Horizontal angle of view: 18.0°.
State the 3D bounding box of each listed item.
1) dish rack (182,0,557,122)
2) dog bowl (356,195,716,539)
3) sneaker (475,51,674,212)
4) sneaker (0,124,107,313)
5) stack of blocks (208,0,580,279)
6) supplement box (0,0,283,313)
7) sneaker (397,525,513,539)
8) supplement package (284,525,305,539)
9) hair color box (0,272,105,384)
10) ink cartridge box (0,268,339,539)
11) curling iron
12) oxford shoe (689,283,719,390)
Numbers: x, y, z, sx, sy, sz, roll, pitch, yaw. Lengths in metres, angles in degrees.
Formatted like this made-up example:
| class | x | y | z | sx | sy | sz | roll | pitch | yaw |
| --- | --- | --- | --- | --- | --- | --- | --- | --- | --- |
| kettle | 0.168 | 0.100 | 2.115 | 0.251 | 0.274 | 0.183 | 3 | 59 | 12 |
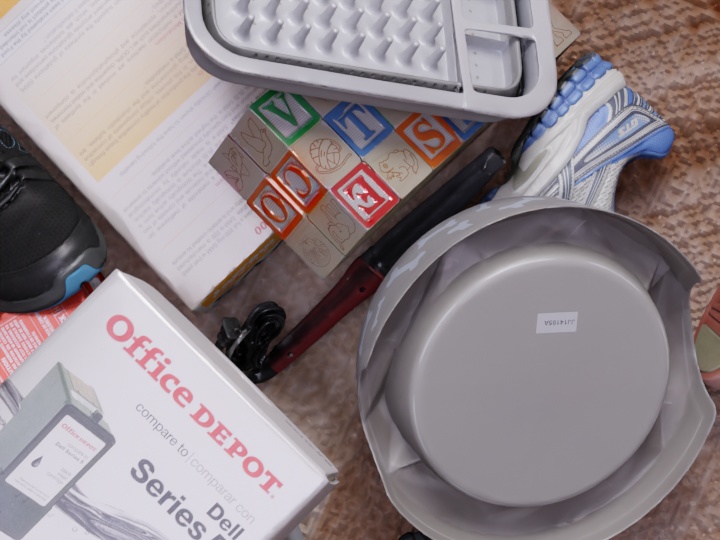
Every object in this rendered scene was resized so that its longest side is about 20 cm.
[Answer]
| class | x | y | z | sx | sy | sz | roll | pitch | yaw |
| --- | --- | --- | --- | --- | --- | --- | --- | --- | --- |
| dish rack | -0.003 | -0.152 | 1.153 | 0.200 | 0.044 | 0.172 | 8 | 61 | -22 |
| dog bowl | 0.089 | 0.052 | 1.195 | 0.200 | 0.059 | 0.200 | -6 | 112 | -15 |
| sneaker | 0.102 | -0.017 | 1.237 | 0.085 | 0.077 | 0.200 | 34 | 90 | -1 |
| sneaker | -0.207 | -0.046 | 1.192 | 0.073 | 0.082 | 0.200 | -39 | 47 | -16 |
| stack of blocks | 0.011 | -0.102 | 1.196 | 0.115 | 0.059 | 0.200 | 45 | 53 | 2 |
| supplement box | -0.110 | -0.090 | 1.245 | 0.126 | 0.074 | 0.200 | -42 | 87 | 0 |
| sneaker | 0.038 | 0.234 | 1.236 | 0.084 | 0.077 | 0.200 | 7 | 78 | 8 |
| supplement package | -0.131 | 0.171 | 1.198 | 0.200 | 0.152 | 0.151 | -23 | 86 | 1 |
| hair color box | -0.218 | 0.074 | 1.231 | 0.200 | 0.102 | 0.061 | -32 | 88 | 2 |
| ink cartridge box | -0.130 | 0.119 | 1.083 | 0.146 | 0.084 | 0.200 | 44 | 88 | 5 |
| curling iron | 0.000 | 0.000 | 1.235 | 0.200 | 0.050 | 0.026 | -36 | 56 | 15 |
| oxford shoe | 0.258 | -0.009 | 1.244 | 0.074 | 0.071 | 0.200 | 34 | 89 | -22 |
